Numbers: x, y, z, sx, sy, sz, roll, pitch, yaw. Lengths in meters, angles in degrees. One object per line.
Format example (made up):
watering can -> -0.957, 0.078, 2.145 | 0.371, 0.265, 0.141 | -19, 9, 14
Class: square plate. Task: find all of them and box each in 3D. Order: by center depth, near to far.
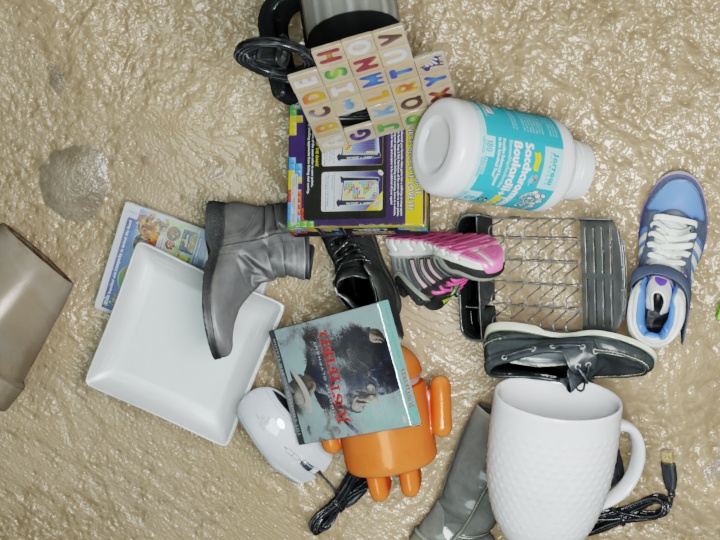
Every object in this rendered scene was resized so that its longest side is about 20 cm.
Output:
square plate -> -0.217, 0.090, 1.789 | 0.199, 0.028, 0.199 | 24, 102, 4

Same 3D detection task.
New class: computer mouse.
computer mouse -> 0.304, 0.222, 1.739 | 0.140, 0.046, 0.201 | -11, 97, 11
computer mouse -> -0.077, 0.229, 1.779 | 0.110, 0.044, 0.200 | -40, 105, 11

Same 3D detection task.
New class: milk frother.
milk frother -> -0.047, -0.286, 1.604 | 0.180, 0.200, 0.189 | -13, 70, 9

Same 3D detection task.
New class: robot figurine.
robot figurine -> 0.029, 0.172, 1.739 | 0.144, 0.116, 0.201 | -5, 98, 45

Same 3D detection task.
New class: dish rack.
dish rack -> 0.212, 0.007, 1.687 | 0.199, 0.055, 0.154 | 2, 101, 32

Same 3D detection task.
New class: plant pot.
plant pot -> -0.452, 0.043, 1.767 | 0.200, 0.200, 0.174 | 41, 87, 1

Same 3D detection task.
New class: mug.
mug -> 0.240, 0.225, 1.665 | 0.199, 0.148, 0.176 | -2, 107, -24

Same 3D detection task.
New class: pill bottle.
pill bottle -> 0.167, -0.128, 1.642 | 0.199, 0.111, 0.111 | 7, 102, -28

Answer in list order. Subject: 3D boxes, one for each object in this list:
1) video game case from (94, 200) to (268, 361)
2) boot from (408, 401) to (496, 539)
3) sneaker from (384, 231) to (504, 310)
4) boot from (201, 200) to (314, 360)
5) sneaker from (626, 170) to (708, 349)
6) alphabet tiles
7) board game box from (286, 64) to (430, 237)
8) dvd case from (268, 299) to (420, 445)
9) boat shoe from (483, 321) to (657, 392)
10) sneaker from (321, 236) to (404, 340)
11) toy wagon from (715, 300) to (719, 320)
video game case -> -0.219, 0.013, 1.801 | 0.199, 0.018, 0.144 | 20, 102, 5
boot -> 0.172, 0.286, 1.766 | 0.182, 0.073, 0.200 | 31, 95, 1
sneaker -> 0.101, 0.004, 1.679 | 0.074, 0.200, 0.088 | -14, 102, -33
boot -> -0.121, 0.007, 1.723 | 0.131, 0.070, 0.201 | 1, 78, -2
sneaker -> 0.351, -0.009, 1.645 | 0.080, 0.146, 0.201 | 13, 101, 6
alphabet tiles -> 0.015, -0.199, 1.575 | 0.167, 0.200, 0.008 | -15, 64, 5
board game box -> -0.001, -0.142, 1.695 | 0.165, 0.057, 0.201 | 0, 79, 8
dvd case -> -0.021, 0.122, 1.677 | 0.200, 0.022, 0.147 | -15, 89, 48
boat shoe -> 0.234, 0.107, 1.647 | 0.199, 0.075, 0.066 | 10, 55, 11
sneaker -> -0.003, 0.001, 1.707 | 0.060, 0.104, 0.200 | -31, 81, 14
toy wagon -> 0.511, 0.015, 1.680 | 0.155, 0.040, 0.201 | 21, 101, 5
